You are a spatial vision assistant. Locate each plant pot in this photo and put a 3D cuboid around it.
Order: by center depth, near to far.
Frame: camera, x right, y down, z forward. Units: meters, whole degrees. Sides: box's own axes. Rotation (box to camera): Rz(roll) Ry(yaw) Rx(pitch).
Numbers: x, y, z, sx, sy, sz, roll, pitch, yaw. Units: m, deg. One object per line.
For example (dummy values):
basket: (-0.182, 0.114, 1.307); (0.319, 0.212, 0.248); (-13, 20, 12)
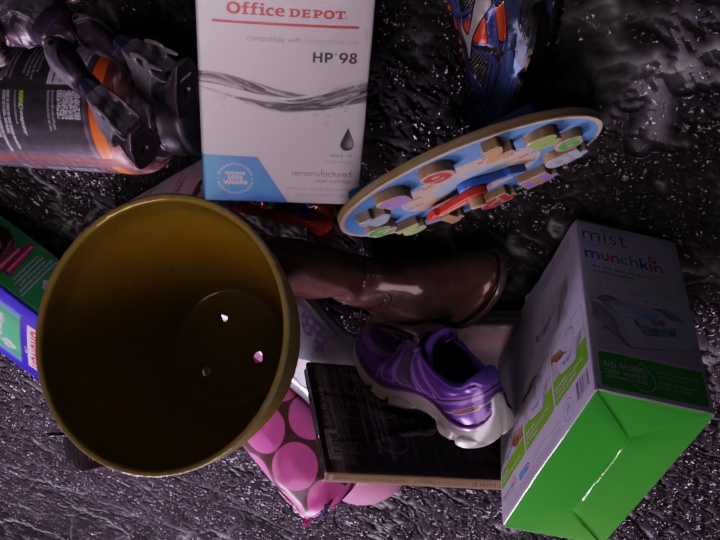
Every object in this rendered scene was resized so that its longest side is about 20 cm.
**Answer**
plant pot: (-0.127, 0.054, 0.700); (0.198, 0.202, 0.142); (8, 173, 15)

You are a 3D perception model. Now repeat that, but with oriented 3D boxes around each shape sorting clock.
shape sorting clock: (0.078, -0.064, 0.641); (0.199, 0.199, 0.040); (-28, 81, 45)

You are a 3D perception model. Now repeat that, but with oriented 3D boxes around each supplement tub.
supplement tub: (-0.216, -0.133, 0.724); (0.198, 0.108, 0.107); (6, 142, 18)

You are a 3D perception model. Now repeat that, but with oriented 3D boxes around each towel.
towel: (0.121, 0.105, 0.937); (0.198, 0.032, 0.192); (0, 139, 24)

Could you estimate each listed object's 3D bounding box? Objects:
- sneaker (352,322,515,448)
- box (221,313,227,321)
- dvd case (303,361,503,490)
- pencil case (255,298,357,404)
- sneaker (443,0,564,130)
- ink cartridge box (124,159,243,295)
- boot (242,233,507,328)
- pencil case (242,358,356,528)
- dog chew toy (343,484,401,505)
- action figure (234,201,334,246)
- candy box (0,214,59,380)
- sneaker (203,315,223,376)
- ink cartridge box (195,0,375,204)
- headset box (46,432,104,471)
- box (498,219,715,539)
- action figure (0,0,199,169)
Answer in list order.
sneaker: (0.064, 0.080, 0.803); (0.199, 0.080, 0.084); (23, 131, 51)
box: (-0.192, 0.059, 1.015); (0.198, 0.040, 0.137); (18, 143, 2)
dvd case: (0.052, 0.143, 0.828); (0.198, 0.149, 0.016); (6, 121, -15)
pencil case: (-0.043, 0.083, 0.913); (0.091, 0.083, 0.200); (-42, 102, 17)
sneaker: (0.087, -0.175, 0.574); (0.078, 0.075, 0.201); (27, 144, 17)
ink cartridge box: (-0.179, -0.026, 0.835); (0.199, 0.116, 0.068); (-20, 129, 41)
boot: (0.000, 0.000, 0.773); (0.198, 0.065, 0.186); (17, 156, -28)
pencil case: (-0.087, 0.166, 0.935); (0.094, 0.091, 0.200); (-44, 82, 11)
dog chew toy: (-0.028, 0.173, 1.025); (0.200, 0.125, 0.124); (46, 138, -11)
action figure: (-0.080, -0.088, 0.750); (0.098, 0.066, 0.201); (-10, 136, 14)
candy box: (-0.380, 0.040, 1.014); (0.199, 0.077, 0.169); (35, 144, -2)
sneaker: (-0.191, 0.070, 0.884); (0.114, 0.201, 0.076); (-23, 146, -6)
ink cartridge box: (-0.052, -0.146, 0.605); (0.114, 0.067, 0.201); (1, 129, -5)
headset box: (-0.264, 0.179, 1.053); (0.198, 0.076, 0.148); (-8, 177, -24)
box: (0.186, 0.094, 0.740); (0.096, 0.177, 0.201); (12, 135, -5)
action figure: (-0.205, -0.165, 0.632); (0.199, 0.130, 0.069); (38, 169, 14)
